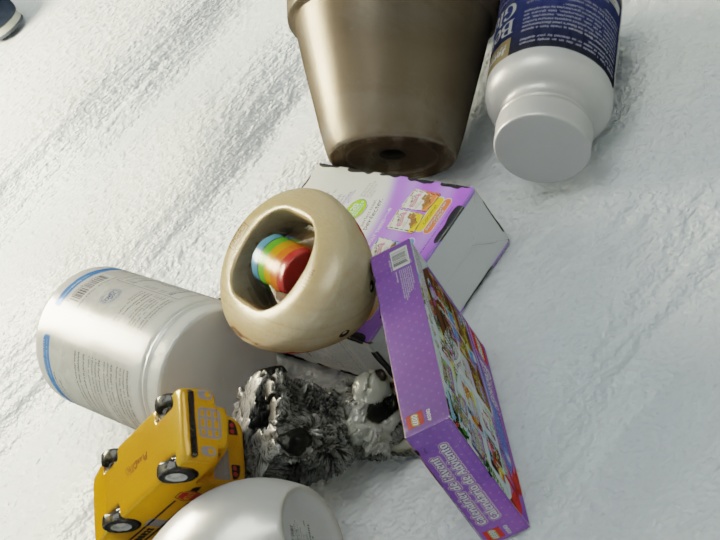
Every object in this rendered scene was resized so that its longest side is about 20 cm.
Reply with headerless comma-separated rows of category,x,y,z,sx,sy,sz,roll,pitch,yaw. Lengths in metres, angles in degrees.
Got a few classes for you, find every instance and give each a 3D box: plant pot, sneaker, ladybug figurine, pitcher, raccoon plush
plant pot,0.031,-0.182,1.591,0.200,0.200,0.174,-12,69,31
sneaker,-0.523,-0.359,2.319,0.200,0.082,0.070,14,61,47
ladybug figurine,-0.047,0.004,1.411,0.136,0.072,0.200,-59,30,2
pitcher,-0.109,0.254,1.312,0.200,0.121,0.172,-26,62,27
raccoon plush,-0.040,0.147,1.410,0.200,0.134,0.097,-50,40,42

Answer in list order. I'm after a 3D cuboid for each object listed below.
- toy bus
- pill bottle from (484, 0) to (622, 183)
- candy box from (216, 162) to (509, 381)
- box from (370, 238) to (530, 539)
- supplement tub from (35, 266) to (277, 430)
toy bus,-0.152,0.162,1.382,0.200,0.078,0.065,-43,44,47
pill bottle,0.167,-0.174,1.524,0.111,0.111,0.200,-15,42,28
candy box,0.000,0.000,1.512,0.200,0.072,0.168,13,60,46
box,0.065,0.089,1.309,0.039,0.137,0.200,-26,38,13
supplement tub,-0.182,0.075,1.534,0.200,0.132,0.132,16,62,47
